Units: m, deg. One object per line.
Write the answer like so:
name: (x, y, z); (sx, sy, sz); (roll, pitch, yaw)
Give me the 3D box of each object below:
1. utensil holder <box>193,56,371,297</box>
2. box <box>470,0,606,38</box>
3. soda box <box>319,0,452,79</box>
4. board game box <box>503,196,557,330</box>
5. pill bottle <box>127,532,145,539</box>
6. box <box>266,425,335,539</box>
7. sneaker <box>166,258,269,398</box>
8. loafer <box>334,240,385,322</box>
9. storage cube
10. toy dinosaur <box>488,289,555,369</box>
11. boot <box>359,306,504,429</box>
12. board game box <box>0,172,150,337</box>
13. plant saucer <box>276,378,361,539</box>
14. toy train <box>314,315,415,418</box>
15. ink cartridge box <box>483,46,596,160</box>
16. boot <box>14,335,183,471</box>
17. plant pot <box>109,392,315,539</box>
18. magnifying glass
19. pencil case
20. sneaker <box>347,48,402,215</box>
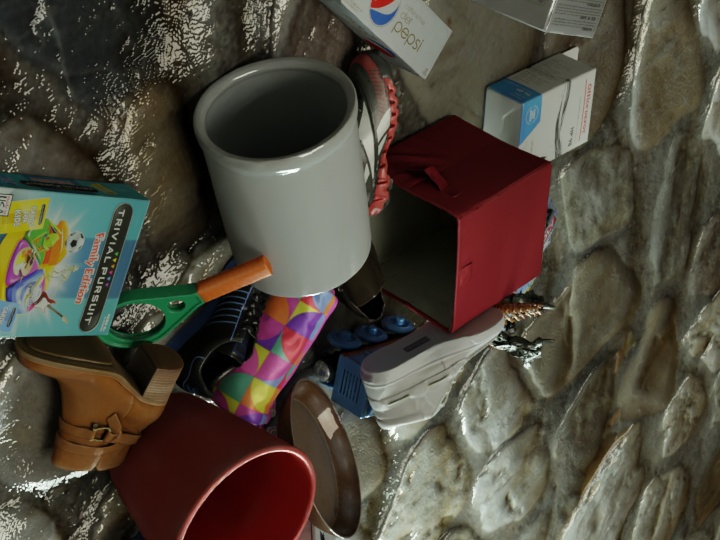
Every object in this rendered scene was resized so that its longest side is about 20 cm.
utensil holder: (-0.076, -0.096, 1.417); (0.170, 0.169, 0.201); (-39, 143, -26)
box: (0.175, -0.347, 1.513); (0.112, 0.199, 0.102); (-6, 120, -50)
soda box: (0.022, -0.291, 1.483); (0.068, 0.063, 0.200); (-59, 146, -1)
board game box: (0.214, -0.027, 1.860); (0.201, 0.061, 0.200); (-59, 164, -1)
pill bottle: (-0.206, 0.345, 1.614); (0.199, 0.112, 0.113); (-26, 133, -37)
box: (-0.074, 0.305, 1.685); (0.060, 0.201, 0.117); (-12, 138, 8)
sneaker: (-0.139, 0.057, 1.519); (0.201, 0.078, 0.070); (-53, 144, -9)
loafer: (0.000, 0.000, 1.602); (0.073, 0.071, 0.200); (-42, 154, -8)
storage cube: (0.116, -0.063, 1.668); (0.179, 0.170, 0.201); (-30, 135, -36)
toy dinosaur: (0.176, 0.070, 1.742); (0.135, 0.200, 0.103); (12, 97, -25)
boot: (0.095, 0.122, 1.658); (0.199, 0.074, 0.096); (-23, 120, -14)
board game box: (-0.310, -0.013, 1.286); (0.199, 0.047, 0.152); (2, 113, -51)
plant saucer: (-0.054, 0.233, 1.630); (0.034, 0.202, 0.200); (-20, 147, 16)
toy train: (0.032, 0.124, 1.745); (0.199, 0.114, 0.087); (-12, 124, -46)
ink cartridge box: (0.256, -0.219, 1.818); (0.199, 0.066, 0.117); (-29, 134, -36)
boot: (-0.295, 0.142, 1.400); (0.199, 0.074, 0.155); (16, 118, -38)
plant pot: (-0.179, 0.242, 1.510); (0.200, 0.177, 0.202); (-26, 132, -33)
magnifying glass: (-0.187, 0.030, 1.398); (0.199, 0.023, 0.080); (-20, 141, 9)
pencil case: (-0.102, 0.090, 1.585); (0.088, 0.088, 0.201); (25, 95, -55)
sneaker: (-0.009, -0.153, 1.536); (0.097, 0.071, 0.202); (-14, 122, -37)
